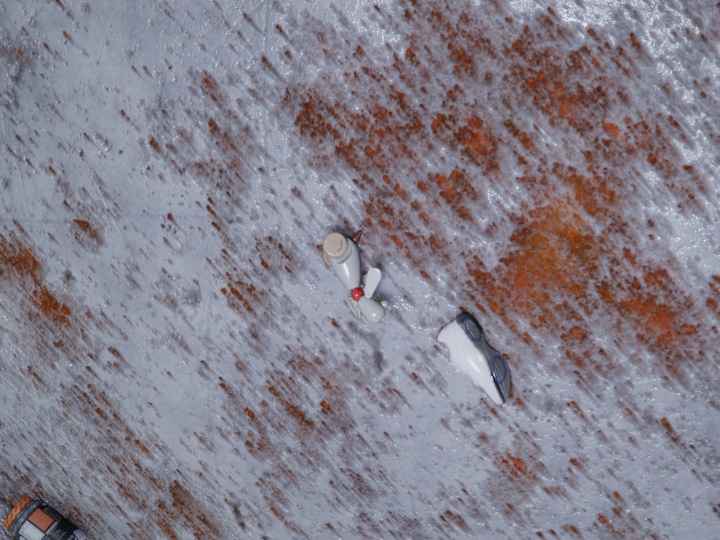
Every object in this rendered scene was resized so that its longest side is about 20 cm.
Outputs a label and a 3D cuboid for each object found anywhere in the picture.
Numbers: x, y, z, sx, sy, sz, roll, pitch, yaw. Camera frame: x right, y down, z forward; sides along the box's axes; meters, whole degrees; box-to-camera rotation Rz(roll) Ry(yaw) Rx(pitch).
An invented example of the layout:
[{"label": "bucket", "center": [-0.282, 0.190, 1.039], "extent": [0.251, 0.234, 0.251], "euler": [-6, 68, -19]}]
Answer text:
[{"label": "sneaker", "center": [0.234, 0.185, 1.654], "extent": [0.087, 0.074, 0.202], "euler": [-32, 90, 39]}, {"label": "supplement tub", "center": [-0.862, 0.716, 2.221], "extent": [0.198, 0.123, 0.124], "euler": [35, 118, 5]}, {"label": "toy dog", "center": [0.000, 0.000, 1.648], "extent": [0.095, 0.132, 0.202], "euler": [-33, 104, -11]}]
